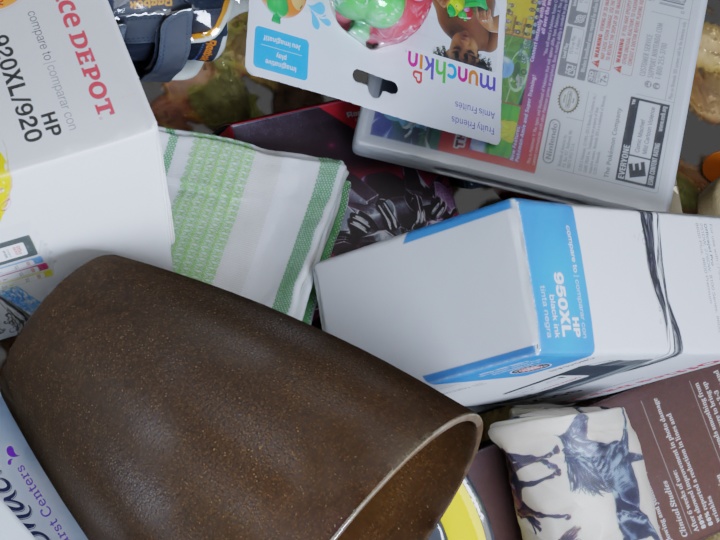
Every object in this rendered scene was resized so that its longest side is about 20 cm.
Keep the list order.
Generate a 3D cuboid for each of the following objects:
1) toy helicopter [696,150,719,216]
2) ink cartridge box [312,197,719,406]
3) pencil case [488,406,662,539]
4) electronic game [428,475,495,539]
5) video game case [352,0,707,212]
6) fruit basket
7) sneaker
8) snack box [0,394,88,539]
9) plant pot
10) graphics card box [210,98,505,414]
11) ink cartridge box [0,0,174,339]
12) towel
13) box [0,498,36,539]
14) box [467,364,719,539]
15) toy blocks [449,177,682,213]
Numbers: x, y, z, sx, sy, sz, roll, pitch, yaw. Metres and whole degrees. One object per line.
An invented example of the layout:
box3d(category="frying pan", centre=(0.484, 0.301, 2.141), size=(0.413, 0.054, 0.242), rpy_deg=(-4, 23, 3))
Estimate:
box3d(category="toy helicopter", centre=(0.283, -0.008, 1.426), size=(0.199, 0.079, 0.133), rpy_deg=(20, 43, -32))
box3d(category="ink cartridge box", centre=(0.097, 0.021, 1.250), size=(0.200, 0.144, 0.085), rpy_deg=(2, 75, -48))
box3d(category="pencil case", centre=(0.127, 0.166, 1.259), size=(0.078, 0.089, 0.201), rpy_deg=(-10, 82, -29))
box3d(category="electronic game", centre=(-0.017, 0.167, 1.241), size=(0.199, 0.042, 0.201), rpy_deg=(3, 82, -21))
box3d(category="video game case", centre=(0.103, -0.139, 1.320), size=(0.181, 0.023, 0.201), rpy_deg=(13, 73, -2))
box3d(category="fruit basket", centre=(0.020, -0.183, 1.238), size=(0.185, 0.094, 0.201), rpy_deg=(14, 70, -40))
box3d(category="sneaker", centre=(-0.126, -0.143, 1.306), size=(0.200, 0.078, 0.080), rpy_deg=(-30, 85, -23))
box3d(category="snack box", centre=(-0.157, 0.136, 1.251), size=(0.200, 0.068, 0.169), rpy_deg=(-33, 92, -20))
box3d(category="plant pot", centre=(-0.074, 0.086, 1.142), size=(0.200, 0.187, 0.187), rpy_deg=(37, 69, 16))
box3d(category="graphics card box", centre=(0.000, 0.000, 1.339), size=(0.125, 0.051, 0.201), rpy_deg=(-13, 86, -21))
box3d(category="ink cartridge box", centre=(-0.211, -0.058, 1.185), size=(0.199, 0.145, 0.148), rpy_deg=(-17, 59, -11))
box3d(category="towel", centre=(-0.116, -0.019, 1.257), size=(0.199, 0.031, 0.150), rpy_deg=(12, 57, 6))
box3d(category="box", centre=(-0.234, 0.176, 1.103), size=(0.200, 0.106, 0.152), rpy_deg=(50, 47, -4))
box3d(category="box", centre=(0.141, 0.127, 1.353), size=(0.199, 0.075, 0.101), rpy_deg=(-19, 88, -23))
box3d(category="toy blocks", centre=(0.108, -0.086, 1.371), size=(0.136, 0.100, 0.201), rpy_deg=(-13, 97, -12))
